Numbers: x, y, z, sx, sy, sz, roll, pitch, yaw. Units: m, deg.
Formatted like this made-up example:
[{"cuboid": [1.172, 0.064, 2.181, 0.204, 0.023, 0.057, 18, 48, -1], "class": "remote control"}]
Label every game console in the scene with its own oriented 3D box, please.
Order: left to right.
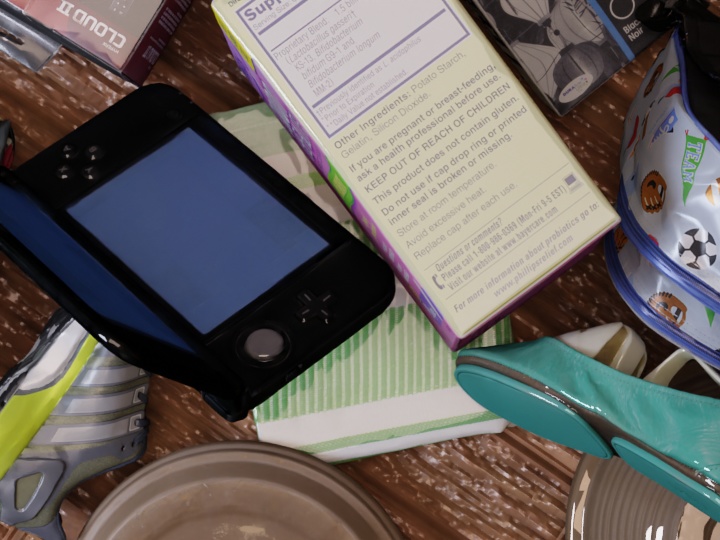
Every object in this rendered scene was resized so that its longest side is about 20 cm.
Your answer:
[{"cuboid": [-0.107, -0.030, 1.156, 0.176, 0.117, 0.200, -36, 59, -24], "class": "game console"}]

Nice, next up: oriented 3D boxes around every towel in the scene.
[{"cuboid": [0.000, 0.000, 1.263, 0.152, 0.023, 0.201, -11, 86, 1], "class": "towel"}]

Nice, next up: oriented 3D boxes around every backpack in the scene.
[{"cuboid": [0.207, -0.028, 1.166, 0.200, 0.191, 0.154, 23, 108, -1], "class": "backpack"}]

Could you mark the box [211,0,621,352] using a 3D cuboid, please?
[{"cuboid": [0.027, -0.068, 1.167, 0.097, 0.176, 0.200, -36, 87, -1], "class": "box"}]

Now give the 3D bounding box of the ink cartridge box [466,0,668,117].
[{"cuboid": [0.083, -0.186, 1.217, 0.099, 0.039, 0.200, -39, 112, 2], "class": "ink cartridge box"}]

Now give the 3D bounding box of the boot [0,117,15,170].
[{"cuboid": [-0.256, -0.104, 1.255, 0.153, 0.073, 0.204, 13, 95, 1], "class": "boot"}]

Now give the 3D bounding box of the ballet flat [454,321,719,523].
[{"cuboid": [0.138, 0.066, 1.183, 0.200, 0.067, 0.070, 25, 71, 41], "class": "ballet flat"}]

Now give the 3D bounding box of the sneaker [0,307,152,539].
[{"cuboid": [-0.137, 0.058, 1.252, 0.081, 0.074, 0.200, 40, 91, -15], "class": "sneaker"}]

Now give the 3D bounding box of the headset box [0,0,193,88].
[{"cuboid": [-0.144, -0.205, 1.249, 0.148, 0.075, 0.200, 31, 90, 4], "class": "headset box"}]

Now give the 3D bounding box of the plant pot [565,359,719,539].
[{"cuboid": [0.207, 0.141, 1.213, 0.200, 0.093, 0.201, 0, 88, 4], "class": "plant pot"}]

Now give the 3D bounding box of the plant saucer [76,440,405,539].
[{"cuboid": [-0.065, 0.191, 1.244, 0.199, 0.029, 0.201, 0, 96, 3], "class": "plant saucer"}]
